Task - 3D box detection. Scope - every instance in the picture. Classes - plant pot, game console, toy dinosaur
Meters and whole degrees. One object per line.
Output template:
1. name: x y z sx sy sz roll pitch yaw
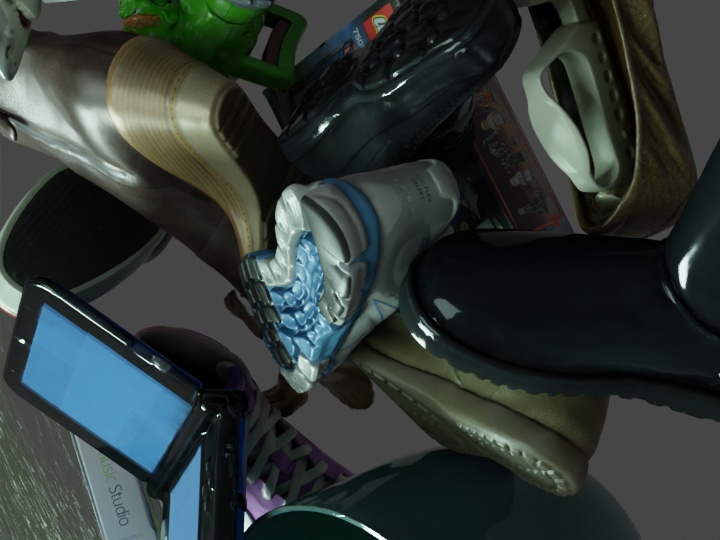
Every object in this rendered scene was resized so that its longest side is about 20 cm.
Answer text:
1. plant pot: 0.056 0.181 0.986 0.200 0.161 0.202 23 125 38
2. game console: -0.132 0.116 1.014 0.200 0.118 0.172 124 149 -67
3. toy dinosaur: -0.021 0.039 1.107 0.101 0.058 0.200 55 154 -7

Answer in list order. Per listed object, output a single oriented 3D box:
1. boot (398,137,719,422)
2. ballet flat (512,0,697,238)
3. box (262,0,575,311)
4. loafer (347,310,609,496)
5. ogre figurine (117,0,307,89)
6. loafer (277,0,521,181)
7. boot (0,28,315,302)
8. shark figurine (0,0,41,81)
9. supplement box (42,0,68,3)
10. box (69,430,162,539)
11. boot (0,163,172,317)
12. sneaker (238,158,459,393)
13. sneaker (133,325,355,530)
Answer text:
1. boot: 0.132 -0.018 0.798 0.199 0.077 0.169 14 135 -7
2. ballet flat: 0.097 -0.106 0.858 0.068 0.072 0.201 0 109 50
3. box: 0.038 -0.036 0.995 0.137 0.040 0.201 -29 86 54
4. loafer: 0.059 0.051 0.931 0.076 0.068 0.200 45 169 -32
5. ogre figurine: -0.075 -0.155 1.010 0.200 0.098 0.120 -34 47 41
6. loafer: 0.027 -0.079 0.888 0.070 0.068 0.200 34 157 -13
7. boot: -0.111 -0.058 1.010 0.166 0.073 0.200 17 152 27
8. shark figurine: -0.181 -0.203 0.950 0.089 0.215 0.129 -3 128 14
9. supplement box: -0.103 -0.235 0.896 0.103 0.201 0.101 -1 146 18
10. box: -0.148 0.150 1.230 0.200 0.036 0.145 85 165 -61
11. boot: -0.154 -0.014 1.116 0.072 0.200 0.144 39 140 2
12. sneaker: 0.000 0.000 0.910 0.075 0.086 0.200 63 160 7
13. sneaker: -0.060 0.106 1.109 0.200 0.073 0.114 34 158 5
